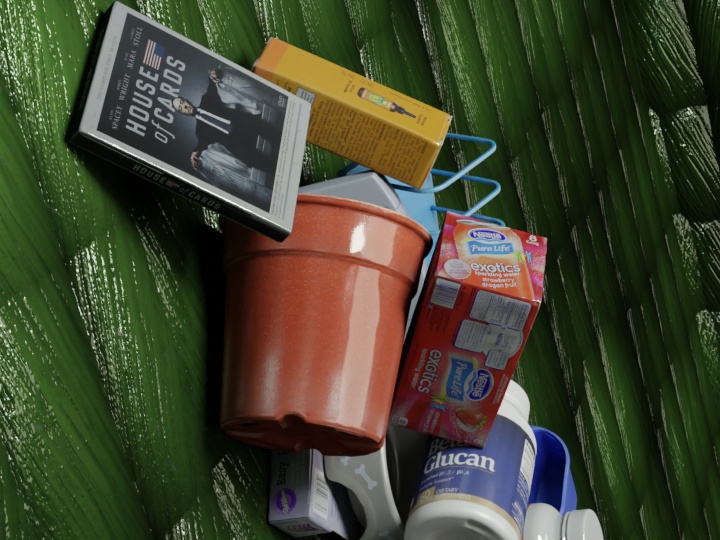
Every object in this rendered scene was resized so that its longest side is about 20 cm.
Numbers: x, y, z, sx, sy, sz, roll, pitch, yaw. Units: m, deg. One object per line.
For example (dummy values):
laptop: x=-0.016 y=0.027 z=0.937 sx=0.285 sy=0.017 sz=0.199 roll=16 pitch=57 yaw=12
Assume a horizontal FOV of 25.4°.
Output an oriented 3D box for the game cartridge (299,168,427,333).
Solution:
game cartridge: x=0.000 y=0.000 z=1.621 sx=0.041 sy=0.132 sz=0.201 roll=-64 pitch=140 yaw=-64

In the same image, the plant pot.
plant pot: x=-0.041 y=0.058 z=1.443 sx=0.201 sy=0.200 sz=0.197 roll=37 pitch=55 yaw=-59

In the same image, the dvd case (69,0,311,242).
dvd case: x=-0.137 y=-0.125 z=1.346 sx=0.199 sy=0.025 sz=0.151 roll=26 pitch=49 yaw=-23

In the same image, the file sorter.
file sorter: x=0.077 y=-0.032 z=1.697 sx=0.139 sy=0.122 sz=0.201 roll=-36 pitch=127 yaw=-41

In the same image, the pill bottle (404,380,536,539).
pill bottle: x=0.112 y=0.197 z=1.561 sx=0.201 sy=0.110 sz=0.111 roll=-73 pitch=145 yaw=-48

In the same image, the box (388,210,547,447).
box: x=0.097 y=0.057 z=1.476 sx=0.096 sy=0.099 sz=0.201 roll=-76 pitch=-179 yaw=-49

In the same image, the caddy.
caddy: x=0.189 y=0.279 z=1.960 sx=0.201 sy=0.140 sz=0.105 roll=-76 pitch=153 yaw=-45

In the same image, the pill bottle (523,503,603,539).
pill bottle: x=0.170 y=0.322 z=1.814 sx=0.109 sy=0.199 sz=0.110 roll=-9 pitch=90 yaw=-68

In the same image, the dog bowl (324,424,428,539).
dog bowl: x=0.030 y=0.190 z=1.588 sx=0.200 sy=0.058 sz=0.202 roll=-9 pitch=90 yaw=-67

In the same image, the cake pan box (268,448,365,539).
cake pan box: x=-0.027 y=0.185 z=1.590 sx=0.184 sy=0.052 sz=0.201 roll=41 pitch=44 yaw=-55

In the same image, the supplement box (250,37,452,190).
supplement box: x=-0.015 y=-0.154 z=1.574 sx=0.067 sy=0.199 sz=0.069 roll=-67 pitch=179 yaw=-54
